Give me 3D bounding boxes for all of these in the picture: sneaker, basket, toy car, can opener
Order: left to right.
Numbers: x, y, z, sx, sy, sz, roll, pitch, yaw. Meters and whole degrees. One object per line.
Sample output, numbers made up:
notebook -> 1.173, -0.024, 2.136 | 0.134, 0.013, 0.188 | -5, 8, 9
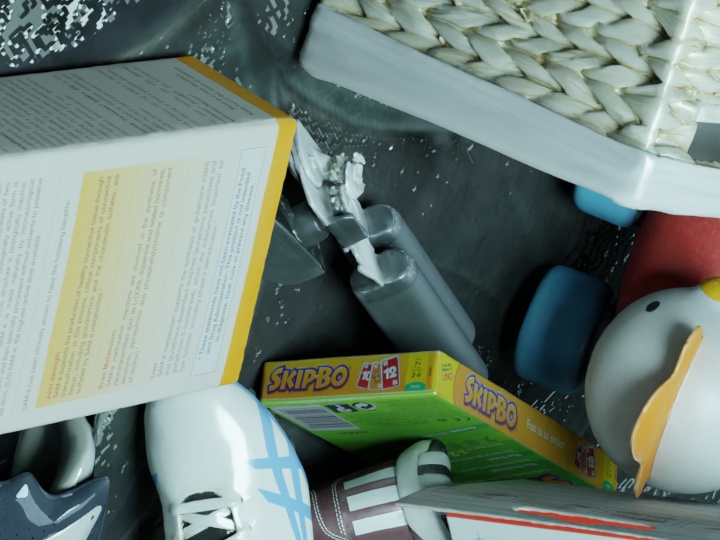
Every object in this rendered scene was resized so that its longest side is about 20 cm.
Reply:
sneaker -> -0.127, 0.115, 1.260 | 0.199, 0.079, 0.130 | 26, 104, -43
sneaker -> -0.055, 0.140, 1.316 | 0.072, 0.072, 0.200 | -56, 135, -74
sneaker -> -0.013, 0.141, 1.431 | 0.115, 0.076, 0.200 | -11, 152, -5
can opener -> 0.000, 0.000, 1.355 | 0.066, 0.053, 0.200 | -25, 143, 14
basket -> 0.096, -0.110, 1.257 | 0.135, 0.200, 0.124 | 3, 107, -49
toy car -> 0.164, 0.032, 1.381 | 0.200, 0.184, 0.177 | -40, 150, -69

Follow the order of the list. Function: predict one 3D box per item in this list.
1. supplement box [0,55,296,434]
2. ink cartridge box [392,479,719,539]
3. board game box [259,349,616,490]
supplement box -> -0.131, -0.009, 1.172 | 0.200, 0.073, 0.126 | -10, 123, -44
ink cartridge box -> 0.116, 0.126, 1.306 | 0.200, 0.160, 0.047 | 2, 94, -71
board game box -> 0.045, 0.081, 1.416 | 0.200, 0.095, 0.030 | 36, 56, -52
